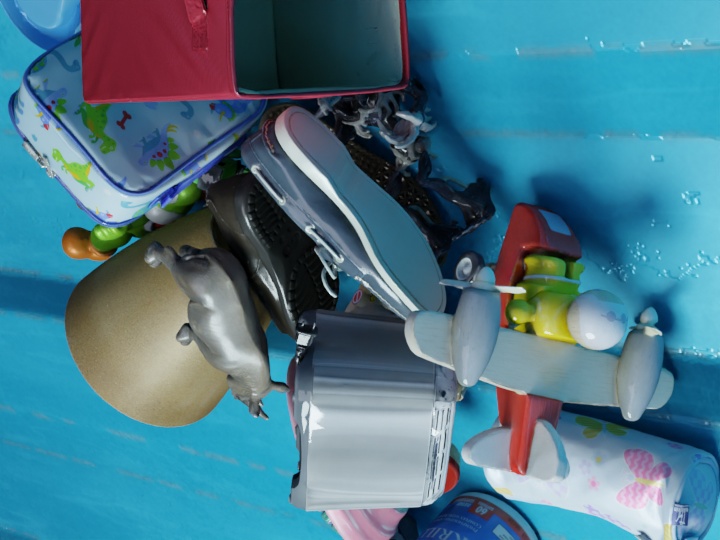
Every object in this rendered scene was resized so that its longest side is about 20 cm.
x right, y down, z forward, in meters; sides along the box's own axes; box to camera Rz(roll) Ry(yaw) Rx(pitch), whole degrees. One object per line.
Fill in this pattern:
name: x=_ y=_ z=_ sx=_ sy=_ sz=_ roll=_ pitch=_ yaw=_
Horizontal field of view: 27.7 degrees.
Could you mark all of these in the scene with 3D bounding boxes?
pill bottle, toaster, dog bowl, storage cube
pill bottle: x=0.076 y=0.312 z=1.383 sx=0.112 sy=0.200 sz=0.112 roll=26 pitch=137 yaw=27
toaster: x=0.009 y=0.111 z=1.191 sx=0.129 sy=0.114 sz=0.200 roll=3 pitch=130 yaw=-1
dog bowl: x=-0.278 y=-0.291 z=1.341 sx=0.111 sy=0.050 sz=0.200 roll=41 pitch=143 yaw=11
storage cube: x=-0.089 y=-0.211 z=1.076 sx=0.180 sy=0.200 sz=0.171 roll=4 pitch=101 yaw=43

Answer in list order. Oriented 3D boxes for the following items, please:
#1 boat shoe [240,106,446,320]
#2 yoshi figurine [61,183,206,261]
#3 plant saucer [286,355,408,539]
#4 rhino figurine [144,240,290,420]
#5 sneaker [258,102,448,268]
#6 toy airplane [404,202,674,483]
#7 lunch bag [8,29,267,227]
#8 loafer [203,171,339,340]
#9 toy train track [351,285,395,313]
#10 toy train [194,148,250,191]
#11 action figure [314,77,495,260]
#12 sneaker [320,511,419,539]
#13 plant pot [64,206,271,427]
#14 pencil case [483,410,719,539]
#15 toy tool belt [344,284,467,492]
boat shoe: x=-0.013 y=-0.033 z=1.116 sx=0.062 sy=0.075 sz=0.200 roll=-31 pitch=111 yaw=33
yoshi figurine: x=-0.236 y=-0.076 z=1.442 sx=0.200 sy=0.112 sz=0.113 roll=-20 pitch=100 yaw=48
plant saucer: x=-0.005 y=0.165 z=1.379 sx=0.051 sy=0.201 sz=0.201 roll=-22 pitch=109 yaw=12
rhino figurine: x=-0.117 y=0.058 z=1.288 sx=0.087 sy=0.060 sz=0.200 roll=14 pitch=135 yaw=43
sneaker: x=-0.005 y=-0.069 z=1.261 sx=0.200 sy=0.070 sz=0.076 roll=44 pitch=170 yaw=3
toy airplane: x=0.143 y=0.062 z=1.097 sx=0.141 sy=0.200 sz=0.199 roll=-28 pitch=100 yaw=48
lunch bag: x=-0.188 y=-0.139 z=1.256 sx=0.161 sy=0.200 sz=0.082 roll=48 pitch=144 yaw=0
loafer: x=-0.078 y=-0.015 z=1.292 sx=0.071 sy=0.073 sz=0.200 roll=15 pitch=141 yaw=35
toy train track: x=0.000 y=0.000 z=1.241 sx=0.115 sy=0.033 sz=0.200 roll=28 pitch=-169 yaw=-28
toy train: x=-0.138 y=-0.096 z=1.335 sx=0.200 sy=0.056 sz=0.042 roll=24 pitch=116 yaw=14
action figure: x=0.017 y=-0.100 z=1.165 sx=0.200 sy=0.102 sz=0.119 roll=51 pitch=129 yaw=-2
sneaker: x=0.009 y=0.247 z=1.511 sx=0.074 sy=0.088 sz=0.200 roll=-35 pitch=71 yaw=20
plant pot: x=-0.156 y=0.025 z=1.410 sx=0.186 sy=0.186 sz=0.200 roll=49 pitch=129 yaw=0
pencil case: x=0.202 y=0.172 z=1.230 sx=0.200 sy=0.083 sz=0.091 roll=16 pitch=110 yaw=38
toy tool belt: x=0.044 y=0.091 z=1.318 sx=0.125 sy=0.123 sz=0.200 roll=-16 pitch=121 yaw=17
